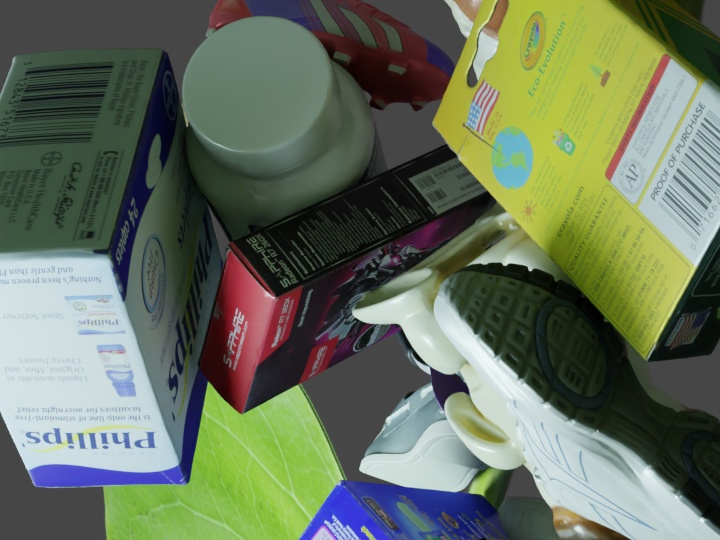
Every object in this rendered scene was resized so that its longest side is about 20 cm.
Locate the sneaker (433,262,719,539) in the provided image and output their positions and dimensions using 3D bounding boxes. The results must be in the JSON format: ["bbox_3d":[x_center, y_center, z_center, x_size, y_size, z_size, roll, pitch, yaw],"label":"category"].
[{"bbox_3d":[0.107,0.079,0.717,0.200,0.075,0.087,43,138,-4],"label":"sneaker"}]

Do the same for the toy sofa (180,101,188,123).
[{"bbox_3d":[-0.048,-0.057,1.078,0.200,0.097,0.083,52,172,22],"label":"toy sofa"}]

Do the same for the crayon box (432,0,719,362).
[{"bbox_3d":[0.123,-0.069,0.715,0.200,0.050,0.128,52,132,38],"label":"crayon box"}]

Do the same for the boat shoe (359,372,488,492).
[{"bbox_3d":[0.055,0.117,1.062,0.200,0.072,0.062,135,151,-65],"label":"boat shoe"}]

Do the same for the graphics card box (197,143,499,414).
[{"bbox_3d":[0.000,0.000,0.907,0.051,0.199,0.126,48,145,22],"label":"graphics card box"}]

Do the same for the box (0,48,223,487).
[{"bbox_3d":[-0.158,0.000,0.892,0.185,0.104,0.201,-84,-11,-45],"label":"box"}]

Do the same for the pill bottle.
[{"bbox_3d":[-0.045,-0.070,0.928,0.120,0.119,0.200,52,173,22],"label":"pill bottle"}]

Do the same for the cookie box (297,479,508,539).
[{"bbox_3d":[0.069,0.226,0.961,0.171,0.199,0.075,45,104,31],"label":"cookie box"}]

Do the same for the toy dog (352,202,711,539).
[{"bbox_3d":[0.125,0.060,0.830,0.201,0.139,0.194,57,155,-8],"label":"toy dog"}]

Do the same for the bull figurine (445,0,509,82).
[{"bbox_3d":[0.074,-0.179,0.782,0.121,0.065,0.201,22,129,6],"label":"bull figurine"}]

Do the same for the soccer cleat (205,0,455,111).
[{"bbox_3d":[-0.016,-0.160,0.961,0.199,0.077,0.067,17,161,36],"label":"soccer cleat"}]

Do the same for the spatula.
[{"bbox_3d":[0.046,0.061,0.983,0.057,0.021,0.200,45,-176,-23],"label":"spatula"}]

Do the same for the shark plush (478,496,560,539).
[{"bbox_3d":[0.170,0.196,0.947,0.199,0.091,0.084,22,154,30],"label":"shark plush"}]
